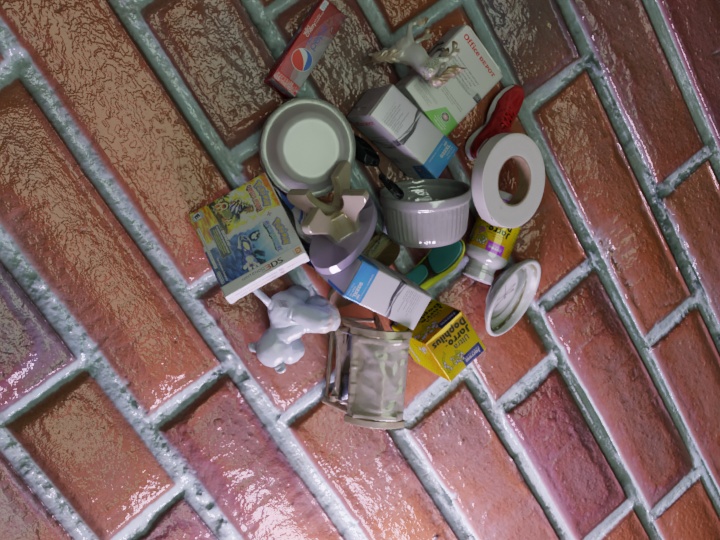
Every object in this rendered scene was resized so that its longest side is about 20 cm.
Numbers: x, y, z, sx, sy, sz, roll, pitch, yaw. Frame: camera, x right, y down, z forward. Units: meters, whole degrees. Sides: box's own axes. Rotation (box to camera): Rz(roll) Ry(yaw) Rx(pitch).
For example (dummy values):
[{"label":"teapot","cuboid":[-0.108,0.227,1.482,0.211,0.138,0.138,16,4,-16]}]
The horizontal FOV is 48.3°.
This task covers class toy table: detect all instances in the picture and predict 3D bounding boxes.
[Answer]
[{"label":"toy table","cuboid":[-0.048,-0.108,1.568,0.118,0.180,0.202,61,32,-41]}]

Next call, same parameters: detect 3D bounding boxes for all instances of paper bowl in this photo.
[{"label":"paper bowl","cuboid":[-0.107,-0.249,1.637,0.196,0.104,0.205,-2,98,-11]}]

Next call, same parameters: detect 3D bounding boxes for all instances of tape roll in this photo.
[{"label":"tape roll","cuboid":[0.319,-0.193,1.729,0.200,0.037,0.207,-8,104,-36]}]

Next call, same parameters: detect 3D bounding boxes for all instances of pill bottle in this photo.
[{"label":"pill bottle","cuboid":[0.302,-0.075,1.833,0.103,0.104,0.203,22,89,-22]}]

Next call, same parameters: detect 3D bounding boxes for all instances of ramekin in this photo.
[{"label":"ramekin","cuboid":[0.140,-0.122,1.719,0.196,0.200,0.107,-11,110,-19]}]

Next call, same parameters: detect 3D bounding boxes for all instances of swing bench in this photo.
[{"label":"swing bench","cuboid":[0.011,0.210,1.708,0.127,0.200,0.204,2,97,-21]}]

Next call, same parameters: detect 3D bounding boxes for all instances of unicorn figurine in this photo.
[{"label":"unicorn figurine","cuboid":[0.112,-0.450,1.663,0.137,0.199,0.074,-45,153,-13]}]

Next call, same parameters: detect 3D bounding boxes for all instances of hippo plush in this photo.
[{"label":"hippo plush","cuboid":[-0.140,0.132,1.653,0.199,0.158,0.163,-2,116,-63]}]

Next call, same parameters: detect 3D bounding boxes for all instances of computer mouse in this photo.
[{"label":"computer mouse","cuboid":[0.029,-0.212,1.681,0.058,0.201,0.034,16,123,-47]}]

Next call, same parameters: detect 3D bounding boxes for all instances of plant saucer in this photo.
[{"label":"plant saucer","cuboid":[0.342,0.054,1.867,0.199,0.050,0.203,-35,143,-31]}]

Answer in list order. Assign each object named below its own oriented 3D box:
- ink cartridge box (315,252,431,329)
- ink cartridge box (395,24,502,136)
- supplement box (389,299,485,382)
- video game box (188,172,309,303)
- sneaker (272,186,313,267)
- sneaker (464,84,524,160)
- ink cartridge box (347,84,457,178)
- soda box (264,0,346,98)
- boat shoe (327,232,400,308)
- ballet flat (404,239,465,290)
[{"label":"ink cartridge box","cuboid":[0.027,0.027,1.651,0.198,0.145,0.085,27,96,-34]},{"label":"ink cartridge box","cuboid":[0.191,-0.411,1.755,0.200,0.084,0.146,-46,110,-9]},{"label":"supplement box","cuboid":[0.165,0.145,1.759,0.108,0.199,0.110,-40,109,-12]},{"label":"video game box","cuboid":[-0.222,-0.065,1.589,0.180,0.047,0.202,-28,70,-4]},{"label":"sneaker","cuboid":[-0.129,-0.098,1.691,0.201,0.075,0.077,51,53,-17]},{"label":"sneaker","cuboid":[0.328,-0.323,1.798,0.078,0.115,0.202,33,89,-32]},{"label":"ink cartridge box","cuboid":[0.086,-0.289,1.690,0.199,0.145,0.084,40,83,-21]},{"label":"soda box","cuboid":[-0.113,-0.452,1.639,0.063,0.070,0.202,35,84,-22]},{"label":"boat shoe","cuboid":[0.000,0.000,1.757,0.199,0.063,0.074,-41,135,-9]},{"label":"ballet flat","cuboid":[0.164,-0.004,1.773,0.199,0.068,0.066,-40,148,28]}]
